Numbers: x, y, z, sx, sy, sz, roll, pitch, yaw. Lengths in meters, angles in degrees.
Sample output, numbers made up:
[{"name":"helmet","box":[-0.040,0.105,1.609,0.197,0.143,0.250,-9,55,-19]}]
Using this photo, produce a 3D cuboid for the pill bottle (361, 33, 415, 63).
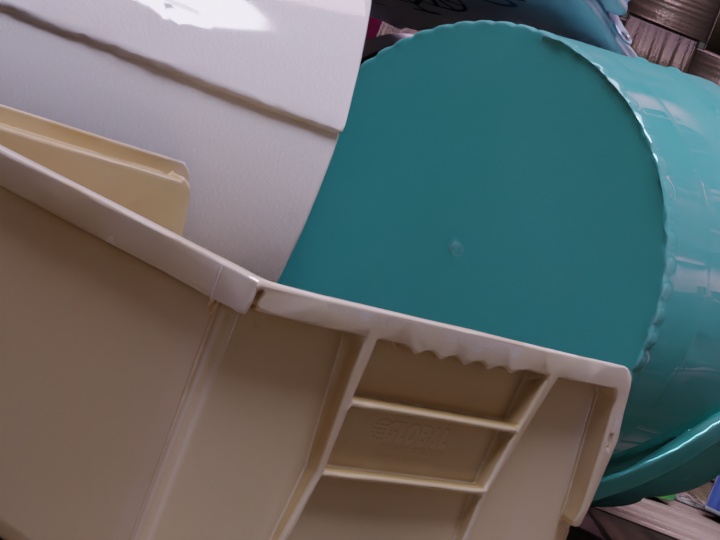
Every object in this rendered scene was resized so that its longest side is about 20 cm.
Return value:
[{"name":"pill bottle","box":[0.051,-0.016,0.971,0.111,0.111,0.200,15,29,-52]}]

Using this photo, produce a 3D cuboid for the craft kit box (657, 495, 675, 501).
[{"name":"craft kit box","box":[0.138,-0.002,1.082,0.048,0.198,0.200,16,7,-27]}]

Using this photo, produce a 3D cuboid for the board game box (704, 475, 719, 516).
[{"name":"board game box","box":[0.306,0.149,1.059,0.200,0.043,0.199,24,4,28]}]

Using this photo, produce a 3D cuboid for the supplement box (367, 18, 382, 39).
[{"name":"supplement box","box":[-0.080,-0.104,1.209,0.103,0.200,0.131,24,6,20]}]

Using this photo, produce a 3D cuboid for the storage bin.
[{"name":"storage bin","box":[-0.054,0.024,0.594,0.200,0.094,0.198,25,6,36]}]

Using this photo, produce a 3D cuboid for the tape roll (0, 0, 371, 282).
[{"name":"tape roll","box":[-0.099,-0.072,0.809,0.139,0.203,0.203,20,5,-16]}]

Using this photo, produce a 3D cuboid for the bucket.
[{"name":"bucket","box":[0.071,0.000,0.807,0.207,0.208,0.135,25,8,33]}]

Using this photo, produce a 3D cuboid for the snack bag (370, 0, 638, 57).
[{"name":"snack bag","box":[0.034,-0.134,0.880,0.188,0.021,0.200,19,-6,28]}]
